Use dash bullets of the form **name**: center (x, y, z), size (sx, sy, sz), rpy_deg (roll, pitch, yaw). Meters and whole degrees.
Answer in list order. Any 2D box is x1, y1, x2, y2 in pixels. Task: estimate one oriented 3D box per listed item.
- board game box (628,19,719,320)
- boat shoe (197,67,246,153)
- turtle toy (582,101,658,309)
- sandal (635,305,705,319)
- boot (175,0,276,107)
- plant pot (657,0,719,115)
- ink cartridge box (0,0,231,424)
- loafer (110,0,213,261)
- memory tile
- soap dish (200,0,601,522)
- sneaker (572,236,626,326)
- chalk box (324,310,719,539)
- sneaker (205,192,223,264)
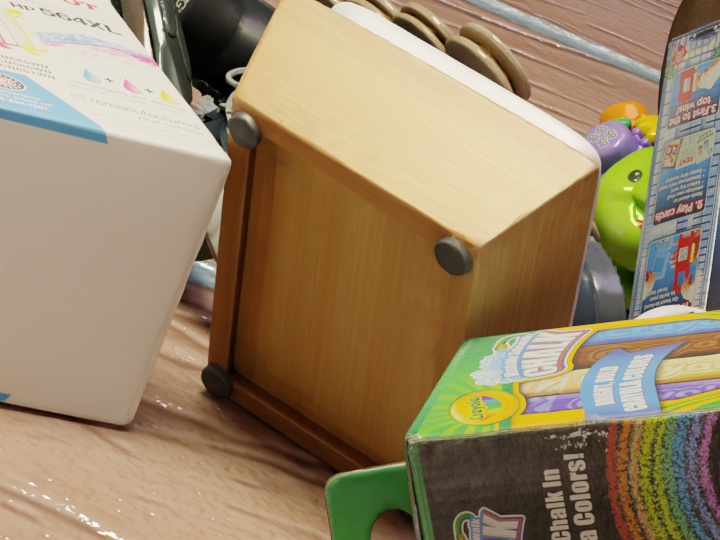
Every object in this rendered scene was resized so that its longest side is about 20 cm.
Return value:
- **board game box**: center (0.215, 0.009, 1.529), size (0.200, 0.201, 0.062), rpy_deg (38, -31, -24)
- **boat shoe**: center (-0.039, -0.068, 1.488), size (0.199, 0.062, 0.075), rpy_deg (-4, 30, -13)
- **turtle toy**: center (0.164, -0.032, 1.640), size (0.145, 0.102, 0.200), rpy_deg (24, 18, 5)
- **sandal**: center (0.206, 0.065, 1.433), size (0.206, 0.080, 0.059), rpy_deg (12, -6, -34)
- **boot**: center (-0.081, -0.114, 1.617), size (0.168, 0.077, 0.200), rpy_deg (34, -10, -16)
- **plant pot**: center (0.255, -0.082, 1.813), size (0.186, 0.188, 0.200), rpy_deg (25, 31, 7)
- **ink cartridge box**: center (-0.160, -0.046, 1.255), size (0.128, 0.126, 0.200), rpy_deg (12, 21, -29)
- **loafer**: center (-0.112, -0.087, 1.419), size (0.063, 0.072, 0.201), rpy_deg (-14, 54, 2)
- **memory tile**: center (0.047, -0.086, 1.589), size (0.200, 0.017, 0.154), rpy_deg (28, -26, 55)
- **soap dish**: center (0.011, 0.002, 1.237), size (0.157, 0.201, 0.081), rpy_deg (32, 49, 23)
- **sneaker**: center (0.055, -0.005, 1.515), size (0.082, 0.071, 0.200), rpy_deg (-9, 28, -30)
- **chalk box**: center (0.089, 0.093, 1.105), size (0.199, 0.126, 0.124), rpy_deg (-5, 14, 15)
- **sneaker**: center (0.000, 0.000, 1.401), size (0.199, 0.078, 0.077), rpy_deg (27, 10, -36)
